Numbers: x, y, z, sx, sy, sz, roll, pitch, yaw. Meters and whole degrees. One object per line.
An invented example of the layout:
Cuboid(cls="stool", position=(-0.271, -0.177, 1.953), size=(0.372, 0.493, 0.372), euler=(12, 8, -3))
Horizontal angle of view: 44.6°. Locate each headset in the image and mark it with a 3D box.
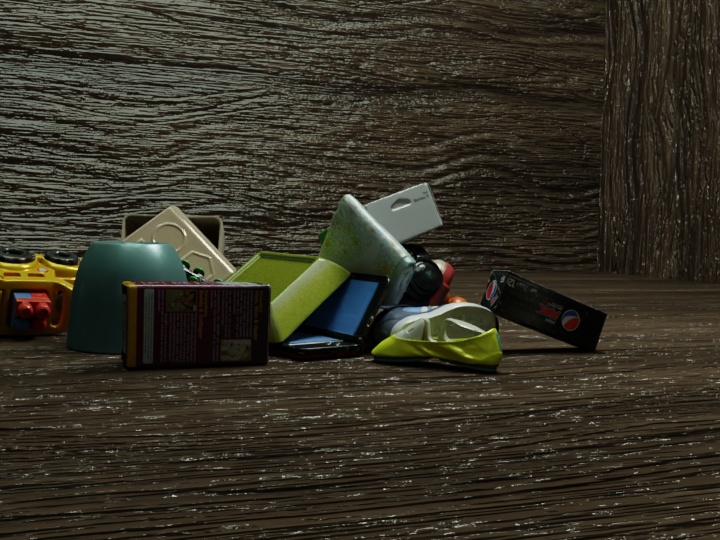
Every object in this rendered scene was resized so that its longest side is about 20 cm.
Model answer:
Cuboid(cls="headset", position=(0.111, 0.042, 1.527), size=(0.092, 0.125, 0.201), euler=(3, 41, -22))

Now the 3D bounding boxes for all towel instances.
Cuboid(cls="towel", position=(0.000, 0.000, 1.475), size=(0.171, 0.201, 0.048), euler=(44, 46, 20))

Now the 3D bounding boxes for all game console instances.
Cuboid(cls="game console", position=(-0.075, 0.064, 1.386), size=(0.170, 0.121, 0.199), euler=(-1, 3, -35))

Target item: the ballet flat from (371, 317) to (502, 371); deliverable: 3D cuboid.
Cuboid(cls="ballet flat", position=(0.108, 0.101, 1.255), size=(0.197, 0.068, 0.067), euler=(3, 4, 27))

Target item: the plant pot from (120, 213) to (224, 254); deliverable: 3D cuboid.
Cuboid(cls="plant pot", position=(-0.366, 0.008, 1.776), size=(0.196, 0.204, 0.177), euler=(2, -10, 3))

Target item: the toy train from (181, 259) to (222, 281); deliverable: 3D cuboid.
Cuboid(cls="toy train", position=(-0.259, 0.048, 1.590), size=(0.198, 0.057, 0.042), euler=(30, 35, -5))

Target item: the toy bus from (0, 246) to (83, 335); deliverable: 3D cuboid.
Cuboid(cls="toy bus", position=(-0.543, 0.050, 1.492), size=(0.197, 0.138, 0.191), euler=(2, 15, -35))

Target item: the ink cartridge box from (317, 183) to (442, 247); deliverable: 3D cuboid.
Cuboid(cls="ink cartridge box", position=(0.033, -0.074, 1.575), size=(0.145, 0.084, 0.199), euler=(-22, -2, -28))

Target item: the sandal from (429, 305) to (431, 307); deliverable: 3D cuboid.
Cuboid(cls="sandal", position=(0.112, 0.085, 1.628), size=(0.079, 0.055, 0.200), euler=(2, 9, 18))

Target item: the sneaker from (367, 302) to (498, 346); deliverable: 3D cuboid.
Cuboid(cls="sneaker", position=(0.105, 0.085, 1.413), size=(0.197, 0.082, 0.146), euler=(-6, 10, -25))

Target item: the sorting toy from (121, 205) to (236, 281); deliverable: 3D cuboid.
Cuboid(cls="sorting toy", position=(-0.360, -0.006, 1.639), size=(0.200, 0.185, 0.037), euler=(-40, -10, -32))

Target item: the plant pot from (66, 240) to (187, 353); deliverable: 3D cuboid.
Cuboid(cls="plant pot", position=(-0.362, 0.036, 1.387), size=(0.197, 0.164, 0.201), euler=(1, 3, 0))

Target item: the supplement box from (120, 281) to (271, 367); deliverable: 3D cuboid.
Cuboid(cls="supplement box", position=(-0.231, 0.073, 1.229), size=(0.197, 0.112, 0.085), euler=(1, 3, -22))

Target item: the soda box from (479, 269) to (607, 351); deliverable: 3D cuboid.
Cuboid(cls="soda box", position=(0.298, 0.066, 1.433), size=(0.197, 0.072, 0.063), euler=(22, -3, -16))

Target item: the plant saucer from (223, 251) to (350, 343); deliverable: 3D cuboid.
Cuboid(cls="plant saucer", position=(-0.149, 0.029, 1.414), size=(0.198, 0.048, 0.200), euler=(5, 35, 37))

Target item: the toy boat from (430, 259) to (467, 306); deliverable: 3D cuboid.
Cuboid(cls="toy boat", position=(0.167, 0.059, 1.815), size=(0.130, 0.131, 0.200), euler=(34, 1, 0))
